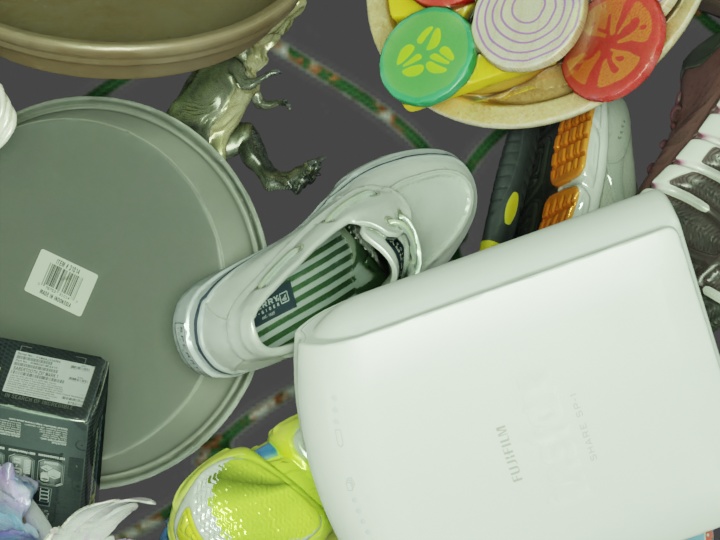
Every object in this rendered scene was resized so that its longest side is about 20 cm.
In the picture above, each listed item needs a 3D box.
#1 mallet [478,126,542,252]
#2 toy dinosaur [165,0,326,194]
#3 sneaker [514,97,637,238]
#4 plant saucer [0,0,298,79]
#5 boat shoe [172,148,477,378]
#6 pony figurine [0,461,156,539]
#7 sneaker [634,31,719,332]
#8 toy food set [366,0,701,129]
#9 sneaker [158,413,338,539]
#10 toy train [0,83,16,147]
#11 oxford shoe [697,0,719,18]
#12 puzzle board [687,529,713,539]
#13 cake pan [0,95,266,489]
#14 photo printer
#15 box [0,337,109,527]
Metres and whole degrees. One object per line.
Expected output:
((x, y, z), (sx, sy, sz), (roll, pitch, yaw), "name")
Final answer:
((0.074, -0.001, 1.371), (0.066, 0.041, 0.201), (31, 68, -21), "mallet")
((-0.077, -0.056, 1.411), (0.088, 0.047, 0.200), (40, 88, 11), "toy dinosaur")
((0.126, 0.006, 1.399), (0.092, 0.076, 0.201), (14, 73, -25), "sneaker")
((-0.124, -0.149, 1.369), (0.199, 0.200, 0.030), (5, 124, 0), "plant saucer")
((0.000, 0.000, 1.350), (0.200, 0.067, 0.074), (-36, 111, -34), "boat shoe")
((-0.138, 0.171, 1.216), (0.200, 0.166, 0.194), (37, 96, 46), "pony figurine")
((0.173, -0.048, 1.366), (0.076, 0.116, 0.200), (37, 89, -15), "sneaker")
((0.091, -0.162, 1.381), (0.199, 0.049, 0.199), (-18, 61, 19), "toy food set")
((-0.018, 0.107, 1.381), (0.199, 0.105, 0.076), (-11, 77, -32), "sneaker")
((-0.247, -0.039, 1.381), (0.200, 0.056, 0.150), (-47, 64, 15), "toy train")
((0.220, -0.138, 1.410), (0.199, 0.071, 0.073), (2, 88, 0), "oxford shoe")
((0.114, 0.205, 1.363), (0.150, 0.017, 0.201), (1, 82, -24), "puzzle board")
((-0.145, 0.010, 1.378), (0.199, 0.037, 0.201), (-1, 87, 14), "cake pan")
((0.073, 0.069, 1.285), (0.199, 0.069, 0.167), (-19, 109, 0), "photo printer")
((-0.228, 0.095, 1.337), (0.199, 0.158, 0.051), (11, 40, 2), "box")
